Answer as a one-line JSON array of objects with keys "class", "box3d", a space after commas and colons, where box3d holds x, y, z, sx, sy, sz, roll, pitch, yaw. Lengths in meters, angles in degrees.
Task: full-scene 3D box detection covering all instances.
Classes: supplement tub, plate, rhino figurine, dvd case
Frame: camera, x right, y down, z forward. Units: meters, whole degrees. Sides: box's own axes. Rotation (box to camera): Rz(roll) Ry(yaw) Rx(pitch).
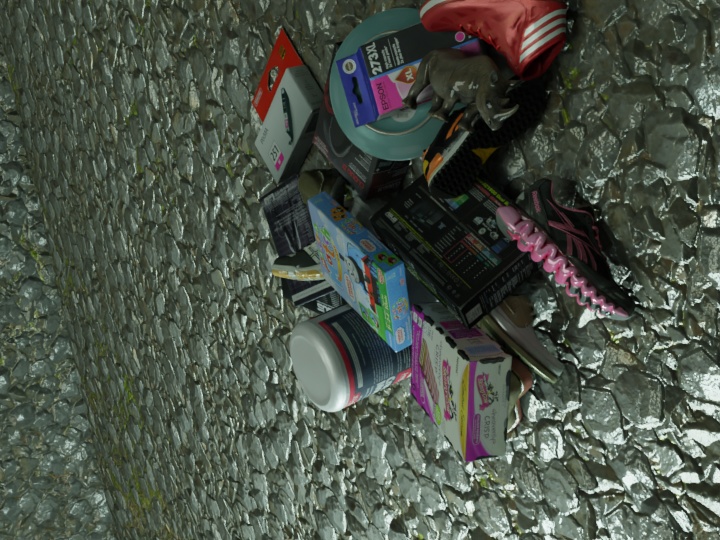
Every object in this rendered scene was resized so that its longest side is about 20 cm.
[{"class": "supplement tub", "box3d": [0.006, 0.113, 1.495, 0.140, 0.198, 0.142, 38, 140, 43]}, {"class": "plate", "box3d": [0.048, -0.247, 1.319, 0.198, 0.026, 0.203, 1, 93, 18]}, {"class": "rhino figurine", "box3d": [0.124, -0.212, 1.171, 0.200, 0.059, 0.088, 35, 105, 56]}, {"class": "dvd case", "box3d": [-0.104, -0.049, 1.682, 0.148, 0.016, 0.202, -23, 84, 57]}]

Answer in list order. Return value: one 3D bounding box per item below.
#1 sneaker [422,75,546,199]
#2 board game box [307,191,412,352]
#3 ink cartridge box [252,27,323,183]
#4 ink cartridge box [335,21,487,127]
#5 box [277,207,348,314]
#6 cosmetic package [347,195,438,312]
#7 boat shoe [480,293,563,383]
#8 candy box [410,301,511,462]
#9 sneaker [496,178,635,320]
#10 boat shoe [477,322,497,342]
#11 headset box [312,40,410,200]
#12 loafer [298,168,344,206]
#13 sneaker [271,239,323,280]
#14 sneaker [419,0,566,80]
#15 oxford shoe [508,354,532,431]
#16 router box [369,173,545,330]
[{"class": "sneaker", "box3d": [0.143, -0.185, 1.243, 0.200, 0.069, 0.091, -48, 41, 30]}, {"class": "board game box", "box3d": [0.000, 0.000, 1.398, 0.200, 0.036, 0.152, 45, 154, 43]}, {"class": "ink cartridge box", "box3d": [-0.136, -0.276, 1.683, 0.175, 0.043, 0.200, 59, 146, 18]}, {"class": "ink cartridge box", "box3d": [0.064, -0.261, 1.283, 0.198, 0.037, 0.096, -17, 89, 21]}, {"class": "box", "box3d": [-0.078, -0.025, 1.711, 0.199, 0.047, 0.196, 21, 120, 52]}, {"class": "cosmetic package", "box3d": [0.054, -0.019, 1.456, 0.200, 0.050, 0.083, 42, 115, 25]}, {"class": "boat shoe", "box3d": [0.196, 0.060, 1.300, 0.200, 0.068, 0.075, 44, 175, 5]}, {"class": "candy box", "box3d": [0.124, 0.137, 1.283, 0.200, 0.060, 0.138, -135, 43, -65]}, {"class": "sneaker", "box3d": [0.256, -0.029, 1.170, 0.200, 0.095, 0.079, 44, 173, 5]}, {"class": "boat shoe", "box3d": [0.151, 0.060, 1.381, 0.072, 0.064, 0.202, 30, 128, 47]}, {"class": "headset box", "box3d": [0.011, -0.213, 1.455, 0.149, 0.074, 0.201, 50, 141, 30]}, {"class": "loafer", "box3d": [-0.062, -0.117, 1.542, 0.200, 0.069, 0.076, -115, 26, -78]}, {"class": "sneaker", "box3d": [-0.047, -0.034, 1.576, 0.198, 0.076, 0.089, -8, 85, 15]}, {"class": "sneaker", "box3d": [0.152, -0.276, 1.169, 0.199, 0.078, 0.117, -4, 92, 47]}, {"class": "oxford shoe", "box3d": [0.178, 0.186, 1.363, 0.070, 0.075, 0.201, 41, 155, 24]}, {"class": "router box", "box3d": [0.128, -0.043, 1.283, 0.200, 0.149, 0.062, 46, 172, 35]}]
